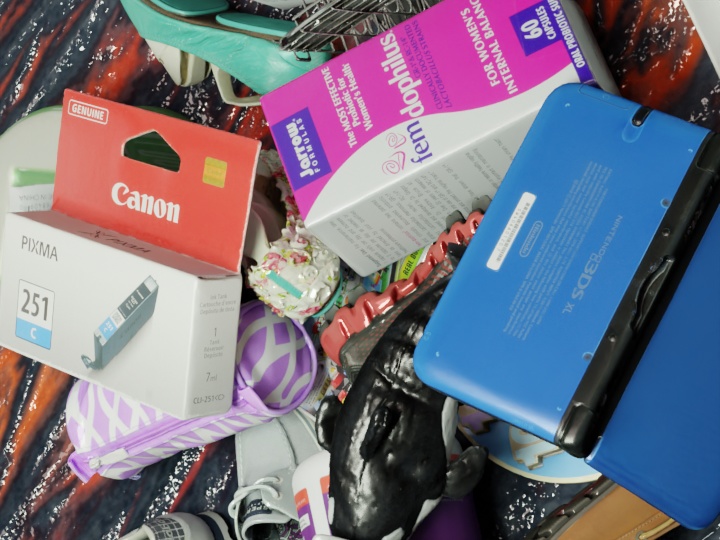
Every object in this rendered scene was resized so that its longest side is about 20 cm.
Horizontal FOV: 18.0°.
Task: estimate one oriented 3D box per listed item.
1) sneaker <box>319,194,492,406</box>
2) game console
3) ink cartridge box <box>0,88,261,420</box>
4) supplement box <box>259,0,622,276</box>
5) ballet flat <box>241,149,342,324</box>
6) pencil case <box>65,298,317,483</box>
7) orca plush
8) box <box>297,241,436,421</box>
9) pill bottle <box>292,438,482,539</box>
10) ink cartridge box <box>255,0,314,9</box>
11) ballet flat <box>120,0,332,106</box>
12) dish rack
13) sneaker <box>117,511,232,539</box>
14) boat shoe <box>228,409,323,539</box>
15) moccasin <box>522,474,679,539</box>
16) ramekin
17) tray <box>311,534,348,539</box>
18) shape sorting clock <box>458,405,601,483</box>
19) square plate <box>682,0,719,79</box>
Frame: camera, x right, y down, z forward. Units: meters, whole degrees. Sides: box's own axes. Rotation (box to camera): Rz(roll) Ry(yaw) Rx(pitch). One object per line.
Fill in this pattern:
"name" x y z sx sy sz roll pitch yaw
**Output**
"sneaker" 0.063 0.027 1.401 0.200 0.071 0.098 -38 59 30
"game console" 0.157 0.020 1.315 0.170 0.118 0.200 23 80 29
"ink cartridge box" -0.154 -0.015 1.470 0.200 0.045 0.177 17 105 42
"supplement box" 0.054 -0.094 1.412 0.200 0.103 0.101 -28 64 13
"ballet flat" -0.062 -0.037 1.495 0.076 0.064 0.200 -54 29 12
"pencil case" -0.119 0.083 1.522 0.200 0.086 0.084 -27 108 42
"orca plush" 0.032 0.084 1.332 0.105 0.071 0.200 38 99 7
"box" 0.000 0.000 1.515 0.110 0.035 0.201 32 103 33
"pill bottle" 0.028 0.207 1.425 0.112 0.112 0.201 -21 74 32
"ink cartridge box" -0.012 -0.295 1.527 0.175 0.084 0.201 -9 80 34
"ballet flat" -0.103 -0.155 1.590 0.200 0.067 0.071 24 113 37
"dish rack" 0.035 -0.182 1.416 0.153 0.200 0.055 -31 79 29
"sneaker" -0.177 0.233 1.588 0.200 0.080 0.077 -46 63 24
"boat shoe" -0.047 0.166 1.506 0.070 0.071 0.201 -34 64 28
"moccasin" 0.150 0.165 1.355 0.201 0.074 0.078 -40 90 -1
"ramekin" -0.189 -0.024 1.612 0.199 0.098 0.201 -4 83 35
"tray" 0.057 0.227 1.332 0.199 0.022 0.108 13 109 5
"shape sorting clock" 0.128 0.032 1.419 0.199 0.039 0.201 -4 83 35
"square plate" 0.274 -0.211 1.350 0.198 0.028 0.201 -34 67 27
